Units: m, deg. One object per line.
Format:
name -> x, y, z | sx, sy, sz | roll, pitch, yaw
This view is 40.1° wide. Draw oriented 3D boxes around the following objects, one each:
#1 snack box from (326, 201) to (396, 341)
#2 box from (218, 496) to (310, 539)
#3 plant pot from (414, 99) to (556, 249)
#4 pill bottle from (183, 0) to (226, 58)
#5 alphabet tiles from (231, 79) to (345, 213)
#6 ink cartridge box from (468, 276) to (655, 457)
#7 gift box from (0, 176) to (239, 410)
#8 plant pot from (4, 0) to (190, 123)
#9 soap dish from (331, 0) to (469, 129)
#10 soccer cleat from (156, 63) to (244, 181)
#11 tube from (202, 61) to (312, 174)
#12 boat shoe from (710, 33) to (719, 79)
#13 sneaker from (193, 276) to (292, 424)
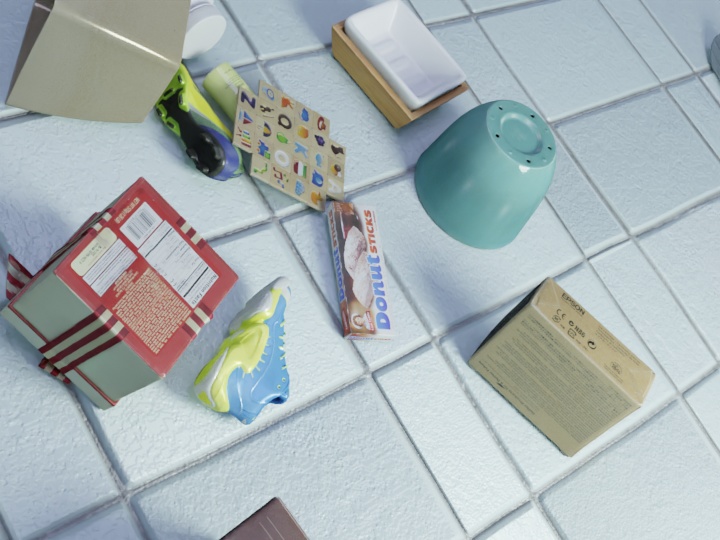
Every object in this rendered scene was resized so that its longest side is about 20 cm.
snack box -> 0.000, 0.000, 1.368 | 0.071, 0.024, 0.204 | 5, 62, -27
box -> -0.130, 0.364, 0.970 | 0.199, 0.166, 0.165 | -30, 78, -40
plant pot -> 0.204, -0.161, 1.506 | 0.197, 0.161, 0.204 | 14, 54, -20
pill bottle -> -0.283, -0.409, 1.425 | 0.112, 0.113, 0.201 | -28, 76, -39
alphabet tiles -> -0.098, -0.178, 1.409 | 0.198, 0.006, 0.169 | 26, 51, -34
ink cartridge box -> 0.272, 0.134, 1.349 | 0.200, 0.165, 0.075 | 42, 47, 2
gift box -> -0.276, 0.016, 1.099 | 0.201, 0.186, 0.185 | 50, 50, -12
plant pot -> -0.332, -0.310, 1.292 | 0.175, 0.200, 0.203 | 22, 51, -27
soap dish -> 0.059, -0.330, 1.588 | 0.156, 0.081, 0.201 | -33, 80, -39
soccer cleat -> -0.225, -0.205, 1.371 | 0.083, 0.064, 0.202 | 10, 45, -60
tube -> -0.143, -0.209, 1.418 | 0.058, 0.052, 0.201 | -41, 90, -6
boat shoe -> 0.787, -0.407, 2.070 | 0.062, 0.071, 0.204 | 24, 50, -45
sneaker -> -0.120, 0.105, 1.217 | 0.105, 0.075, 0.201 | 43, 55, -13
